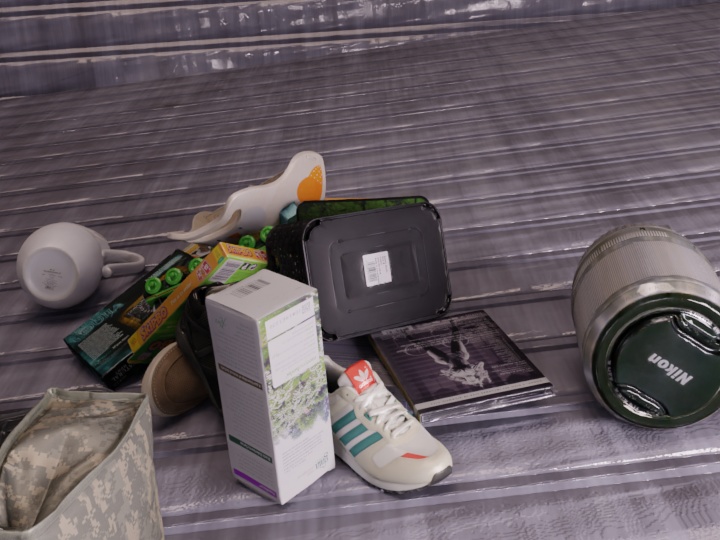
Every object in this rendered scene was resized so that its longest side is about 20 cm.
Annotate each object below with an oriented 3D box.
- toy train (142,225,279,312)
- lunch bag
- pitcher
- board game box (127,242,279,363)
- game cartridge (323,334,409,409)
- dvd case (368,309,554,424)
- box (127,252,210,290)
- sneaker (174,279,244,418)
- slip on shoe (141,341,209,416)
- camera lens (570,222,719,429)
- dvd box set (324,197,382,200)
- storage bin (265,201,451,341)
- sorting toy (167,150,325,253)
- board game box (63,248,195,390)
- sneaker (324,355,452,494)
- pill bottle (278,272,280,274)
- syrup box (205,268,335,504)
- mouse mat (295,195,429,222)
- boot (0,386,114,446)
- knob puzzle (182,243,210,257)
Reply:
[{"bbox_3d":[-0.176,0.007,1.198,0.197,0.042,0.057,-24,66,4],"label":"toy train"},{"bbox_3d":[-0.241,0.217,0.780,0.115,0.167,0.201,2,23,7],"label":"lunch bag"},{"bbox_3d":[-0.418,-0.011,1.456,0.168,0.124,0.200,7,10,-6],"label":"pitcher"},{"bbox_3d":[-0.191,0.044,1.150,0.095,0.200,0.030,10,39,-55],"label":"board game box"},{"bbox_3d":[0.008,0.112,1.123,0.197,0.039,0.130,2,29,21],"label":"game cartridge"},{"bbox_3d":[0.104,0.101,1.062,0.146,0.016,0.200,-10,23,-12],"label":"dvd case"},{"bbox_3d":[-0.203,0.027,1.366,0.198,0.050,0.158,-27,28,-37],"label":"box"},{"bbox_3d":[-0.130,0.089,1.044,0.075,0.115,0.200,-20,57,-34],"label":"sneaker"},{"bbox_3d":[-0.170,0.108,1.132,0.060,0.077,0.199,-8,10,38],"label":"slip on shoe"},{"bbox_3d":[0.302,0.053,1.003,0.157,0.163,0.201,-4,23,8],"label":"camera lens"},{"bbox_3d":[-0.028,-0.048,1.376,0.197,0.147,0.030,3,55,21],"label":"dvd box set"},{"bbox_3d":[0.000,0.000,1.142,0.197,0.138,0.093,-11,4,-34],"label":"storage bin"},{"bbox_3d":[-0.155,-0.067,1.258,0.198,0.108,0.179,-26,-10,28],"label":"sorting toy"},{"bbox_3d":[-0.276,0.058,1.253,0.199,0.028,0.135,-40,37,-20],"label":"board game box"},{"bbox_3d":[0.010,0.145,0.963,0.070,0.095,0.198,-22,27,-32],"label":"sneaker"},{"bbox_3d":[-0.041,0.009,1.274,0.197,0.114,0.112,-14,23,-15],"label":"pill bottle"},{"bbox_3d":[-0.084,0.112,0.930,0.081,0.203,0.078,18,33,40],"label":"syrup box"},{"bbox_3d":[0.017,-0.014,1.234,0.197,0.164,0.008,-5,-10,-26],"label":"mouse mat"},{"bbox_3d":[-0.321,0.201,0.968,0.162,0.067,0.200,-19,21,-4],"label":"boot"},{"bbox_3d":[-0.181,-0.053,1.570,0.215,0.031,0.220,-6,23,2],"label":"knob puzzle"}]
